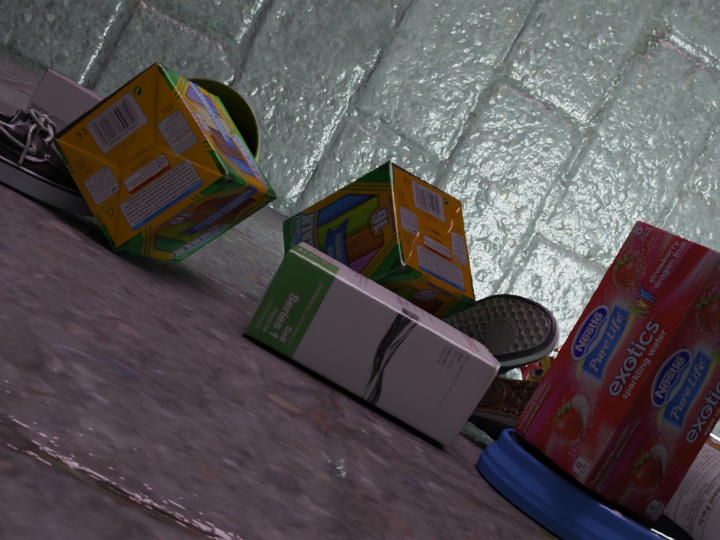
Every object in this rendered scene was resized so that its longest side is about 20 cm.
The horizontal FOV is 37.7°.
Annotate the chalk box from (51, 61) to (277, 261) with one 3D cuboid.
[{"bbox_3d":[-0.169,-0.091,0.990,0.124,0.124,0.200,58,9,9],"label":"chalk box"}]

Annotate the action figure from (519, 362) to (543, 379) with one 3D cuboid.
[{"bbox_3d":[0.177,0.123,1.376,0.199,0.100,0.065,35,7,33],"label":"action figure"}]

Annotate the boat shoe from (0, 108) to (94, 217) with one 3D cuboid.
[{"bbox_3d":[-0.306,-0.115,0.944,0.198,0.068,0.074,29,4,-19],"label":"boat shoe"}]

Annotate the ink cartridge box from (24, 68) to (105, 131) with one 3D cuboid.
[{"bbox_3d":[-0.379,-0.208,1.576,0.144,0.085,0.200,30,3,23],"label":"ink cartridge box"}]

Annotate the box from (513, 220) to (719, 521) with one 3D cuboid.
[{"bbox_3d":[0.223,0.077,0.825,0.095,0.201,0.100,29,3,-31],"label":"box"}]

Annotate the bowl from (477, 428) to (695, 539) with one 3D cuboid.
[{"bbox_3d":[0.192,0.195,0.870,0.199,0.040,0.201,30,3,-2],"label":"bowl"}]

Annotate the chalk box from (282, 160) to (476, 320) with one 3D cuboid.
[{"bbox_3d":[0.000,0.000,1.091,0.124,0.199,0.125,23,50,-43],"label":"chalk box"}]

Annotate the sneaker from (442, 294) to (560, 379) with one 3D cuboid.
[{"bbox_3d":[0.157,0.094,1.139,0.201,0.078,0.146,-9,-34,45],"label":"sneaker"}]

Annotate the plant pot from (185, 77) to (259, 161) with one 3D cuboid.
[{"bbox_3d":[-0.231,-0.158,1.564,0.186,0.188,0.200,30,-11,8],"label":"plant pot"}]

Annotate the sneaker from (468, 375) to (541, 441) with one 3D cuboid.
[{"bbox_3d":[0.134,0.143,1.030,0.199,0.067,0.090,13,-39,45],"label":"sneaker"}]

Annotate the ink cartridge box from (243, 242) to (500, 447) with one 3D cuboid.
[{"bbox_3d":[0.010,0.060,0.922,0.199,0.085,0.146,30,4,-1],"label":"ink cartridge box"}]

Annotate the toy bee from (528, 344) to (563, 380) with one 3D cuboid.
[{"bbox_3d":[0.266,0.160,1.459,0.199,0.109,0.131,31,5,20],"label":"toy bee"}]

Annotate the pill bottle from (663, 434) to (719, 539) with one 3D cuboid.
[{"bbox_3d":[0.375,0.244,1.071,0.114,0.115,0.200,27,5,-42],"label":"pill bottle"}]
